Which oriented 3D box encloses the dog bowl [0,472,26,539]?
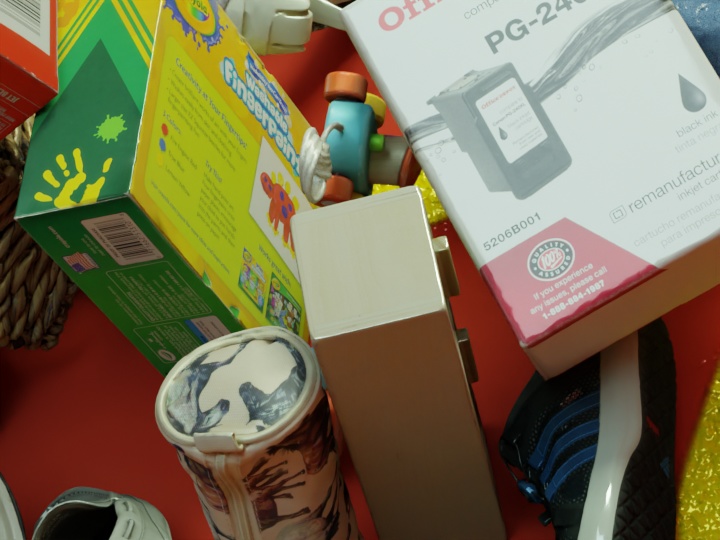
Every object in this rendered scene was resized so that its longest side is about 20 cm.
[{"bbox_3d":[-0.269,0.164,1.288,0.200,0.074,0.201,0,80,-1],"label":"dog bowl"}]

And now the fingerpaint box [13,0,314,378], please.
[{"bbox_3d":[-0.096,-0.047,1.312,0.073,0.200,0.167,-10,55,23],"label":"fingerpaint box"}]

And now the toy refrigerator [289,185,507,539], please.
[{"bbox_3d":[0.024,0.054,1.173,0.070,0.200,0.076,-14,51,3],"label":"toy refrigerator"}]

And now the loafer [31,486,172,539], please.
[{"bbox_3d":[-0.134,0.140,1.244,0.070,0.070,0.200,-54,21,-9],"label":"loafer"}]

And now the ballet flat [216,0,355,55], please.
[{"bbox_3d":[-0.036,-0.156,1.396,0.071,0.069,0.200,37,40,30],"label":"ballet flat"}]

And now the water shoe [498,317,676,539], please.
[{"bbox_3d":[0.109,0.101,1.194,0.079,0.072,0.200,-14,43,27],"label":"water shoe"}]

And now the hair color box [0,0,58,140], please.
[{"bbox_3d":[-0.246,-0.091,1.294,0.200,0.064,0.111,-33,42,28],"label":"hair color box"}]

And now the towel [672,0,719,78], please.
[{"bbox_3d":[0.128,-0.096,1.289,0.200,0.112,0.049,5,34,32],"label":"towel"}]

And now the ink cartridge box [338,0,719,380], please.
[{"bbox_3d":[0.099,-0.073,1.185,0.145,0.083,0.200,-31,71,6],"label":"ink cartridge box"}]

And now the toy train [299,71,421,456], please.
[{"bbox_3d":[0.000,0.000,1.269,0.055,0.200,0.150,6,34,5],"label":"toy train"}]

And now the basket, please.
[{"bbox_3d":[-0.255,-0.059,1.395,0.200,0.149,0.143,44,120,48],"label":"basket"}]

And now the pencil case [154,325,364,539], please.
[{"bbox_3d":[-0.042,0.115,1.168,0.078,0.200,0.090,-4,46,9],"label":"pencil case"}]
